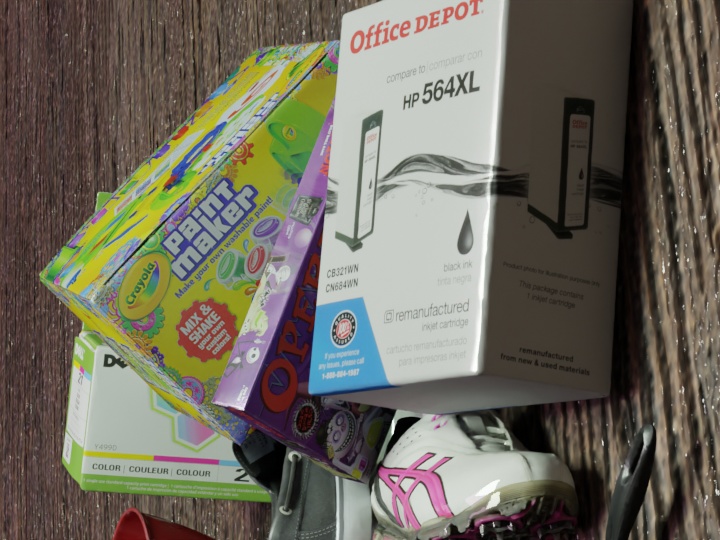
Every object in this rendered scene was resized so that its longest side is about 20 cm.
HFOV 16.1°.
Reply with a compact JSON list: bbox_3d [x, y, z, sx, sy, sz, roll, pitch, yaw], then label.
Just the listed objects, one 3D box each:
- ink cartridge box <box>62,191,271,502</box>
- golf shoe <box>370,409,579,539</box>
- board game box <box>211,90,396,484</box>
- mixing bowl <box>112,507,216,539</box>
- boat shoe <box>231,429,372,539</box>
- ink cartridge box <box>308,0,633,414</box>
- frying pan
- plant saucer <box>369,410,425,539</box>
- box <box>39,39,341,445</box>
[{"bbox_3d":[-0.123,0.054,1.786,0.076,0.148,0.200,-150,66,-72],"label":"ink cartridge box"},{"bbox_3d":[0.050,0.103,1.284,0.200,0.073,0.092,154,117,-67],"label":"golf shoe"},{"bbox_3d":[0.000,0.000,1.338,0.032,0.120,0.200,11,75,43],"label":"board game box"},{"bbox_3d":[-0.114,0.266,1.768,0.200,0.108,0.200,-176,90,-74],"label":"mixing bowl"},{"bbox_3d":[-0.040,0.103,1.437,0.200,0.066,0.070,-101,23,-53],"label":"boat shoe"},{"bbox_3d":[0.053,-0.037,1.236,0.146,0.084,0.200,-12,71,55],"label":"ink cartridge box"},{"bbox_3d":[0.106,0.149,1.166,0.115,0.031,0.190,-140,59,-71],"label":"frying pan"},{"bbox_3d":[0.017,0.100,1.461,0.200,0.050,0.200,-175,90,-74],"label":"plant saucer"},{"bbox_3d":[-0.064,-0.021,1.476,0.200,0.122,0.193,-46,13,-8],"label":"box"}]
